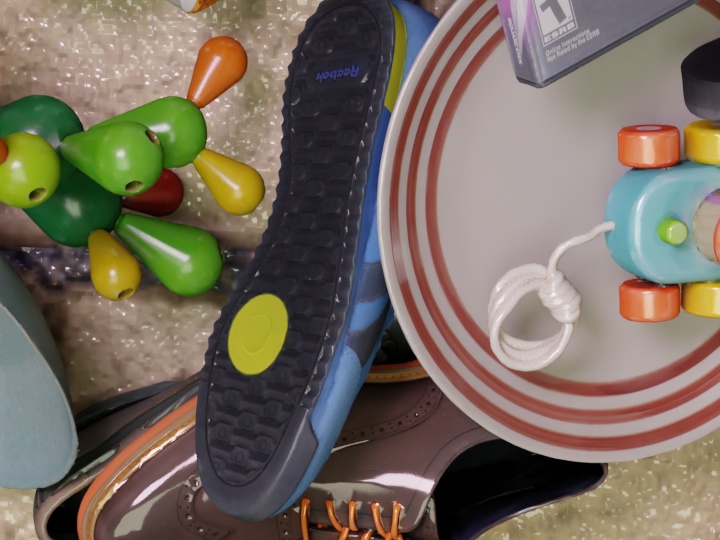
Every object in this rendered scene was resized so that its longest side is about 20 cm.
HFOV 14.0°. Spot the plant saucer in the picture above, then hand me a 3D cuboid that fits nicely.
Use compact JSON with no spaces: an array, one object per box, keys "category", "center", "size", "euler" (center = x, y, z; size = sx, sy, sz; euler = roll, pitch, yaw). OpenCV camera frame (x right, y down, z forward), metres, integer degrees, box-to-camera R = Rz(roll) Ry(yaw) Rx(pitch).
[{"category":"plant saucer","center":[-0.182,0.004,1.111],"size":[0.201,0.039,0.201],"euler":[26,150,16]}]

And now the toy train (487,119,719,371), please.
[{"category":"toy train","center":[0.148,0.036,1.054],"size":[0.200,0.056,0.150],"euler":[38,83,-26]}]

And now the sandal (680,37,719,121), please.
[{"category":"sandal","center":[0.202,-0.104,1.024],"size":[0.199,0.076,0.043],"euler":[-22,109,-1]}]

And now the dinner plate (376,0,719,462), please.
[{"category":"dinner plate","center":[0.093,-0.030,1.059],"size":[0.199,0.024,0.201],"euler":[-4,102,-22]}]

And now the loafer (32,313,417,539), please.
[{"category":"loafer","center":[-0.038,0.061,1.134],"size":[0.200,0.063,0.072],"euler":[-26,105,17]}]

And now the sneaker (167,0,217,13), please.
[{"category":"sneaker","center":[-0.063,-0.187,1.035],"size":[0.092,0.076,0.201],"euler":[26,130,20]}]

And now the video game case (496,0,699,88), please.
[{"category":"video game case","center":[0.088,-0.181,0.985],"size":[0.143,0.019,0.201],"euler":[-30,120,-25]}]

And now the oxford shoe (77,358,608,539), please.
[{"category":"oxford shoe","center":[-0.005,0.077,1.079],"size":[0.199,0.073,0.071],"euler":[-18,130,-7]}]

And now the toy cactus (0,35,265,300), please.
[{"category":"toy cactus","center":[-0.133,-0.059,1.078],"size":[0.165,0.200,0.103],"euler":[7,74,43]}]

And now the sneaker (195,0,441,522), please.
[{"category":"sneaker","center":[0.000,0.000,1.060],"size":[0.066,0.078,0.201],"euler":[3,72,43]}]
